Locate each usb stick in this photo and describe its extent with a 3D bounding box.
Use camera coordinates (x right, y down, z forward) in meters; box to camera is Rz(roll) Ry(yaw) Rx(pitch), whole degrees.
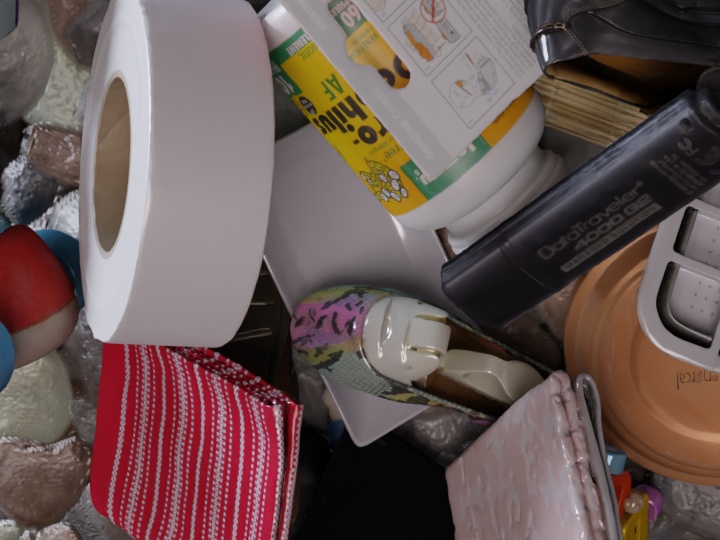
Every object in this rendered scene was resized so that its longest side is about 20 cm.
[{"bbox_3d":[0.123,-0.030,0.875,0.055,0.033,0.200,34,131,-23],"label":"usb stick"}]

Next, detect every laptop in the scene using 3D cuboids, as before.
[{"bbox_3d":[0.003,0.232,1.082,0.187,0.201,0.116,36,153,-19],"label":"laptop"}]

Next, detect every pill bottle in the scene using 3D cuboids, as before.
[{"bbox_3d":[0.036,-0.096,0.945,0.112,0.113,0.200,-37,104,20],"label":"pill bottle"}]

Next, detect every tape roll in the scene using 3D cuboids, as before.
[{"bbox_3d":[-0.110,-0.057,0.931,0.070,0.203,0.204,3,116,-21],"label":"tape roll"}]

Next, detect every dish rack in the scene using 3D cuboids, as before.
[{"bbox_3d":[0.266,-0.006,0.943,0.198,0.044,0.173,20,82,0],"label":"dish rack"}]

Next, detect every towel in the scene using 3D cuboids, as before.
[{"bbox_3d":[-0.105,0.114,0.985,0.022,0.199,0.146,-4,108,-38],"label":"towel"},{"bbox_3d":[0.105,0.182,0.955,0.032,0.202,0.191,0,155,-19],"label":"towel"}]

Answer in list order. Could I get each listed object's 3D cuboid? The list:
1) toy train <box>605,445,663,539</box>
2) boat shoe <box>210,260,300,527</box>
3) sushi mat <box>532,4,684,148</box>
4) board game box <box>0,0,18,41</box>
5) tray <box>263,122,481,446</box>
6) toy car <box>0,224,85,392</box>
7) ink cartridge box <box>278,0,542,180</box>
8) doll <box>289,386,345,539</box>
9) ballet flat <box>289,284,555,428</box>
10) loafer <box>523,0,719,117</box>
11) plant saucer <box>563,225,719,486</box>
[{"bbox_3d":[0.134,0.198,1.035,0.055,0.150,0.202,16,101,27],"label":"toy train"},{"bbox_3d":[-0.075,0.070,1.032,0.071,0.068,0.202,-3,76,2],"label":"boat shoe"},{"bbox_3d":[0.200,-0.103,0.972,0.198,0.012,0.096,20,115,0],"label":"sushi mat"},{"bbox_3d":[-0.311,-0.194,0.961,0.198,0.103,0.106,10,114,4],"label":"board game box"},{"bbox_3d":[0.000,0.000,1.024,0.107,0.022,0.201,-29,108,-10],"label":"tray"},{"bbox_3d":[-0.276,-0.028,0.986,0.175,0.184,0.202,-12,105,14],"label":"toy car"},{"bbox_3d":[0.048,-0.172,0.891,0.200,0.047,0.160,-46,104,-16],"label":"ink cartridge box"},{"bbox_3d":[-0.050,0.134,1.086,0.199,0.048,0.137,30,92,-6],"label":"doll"},{"bbox_3d":[0.055,0.056,1.002,0.198,0.071,0.070,22,75,-20],"label":"ballet flat"},{"bbox_3d":[0.171,-0.102,0.871,0.198,0.073,0.073,18,149,-17],"label":"loafer"},{"bbox_3d":[0.225,0.049,1.015,0.198,0.032,0.202,4,117,9],"label":"plant saucer"}]
